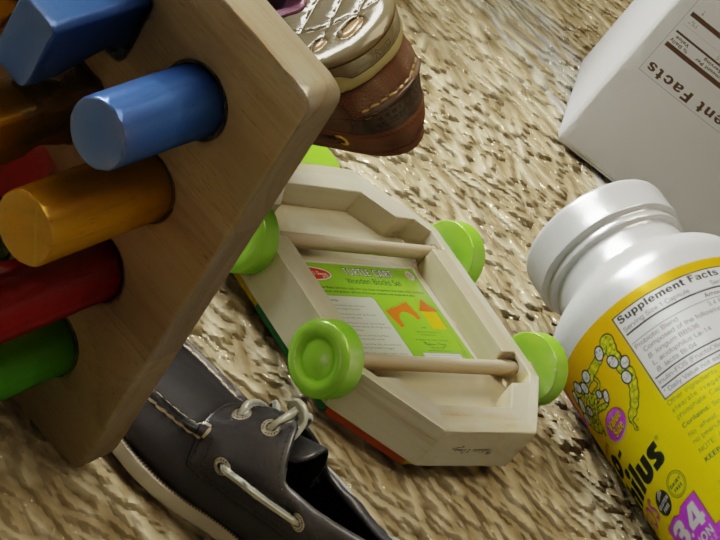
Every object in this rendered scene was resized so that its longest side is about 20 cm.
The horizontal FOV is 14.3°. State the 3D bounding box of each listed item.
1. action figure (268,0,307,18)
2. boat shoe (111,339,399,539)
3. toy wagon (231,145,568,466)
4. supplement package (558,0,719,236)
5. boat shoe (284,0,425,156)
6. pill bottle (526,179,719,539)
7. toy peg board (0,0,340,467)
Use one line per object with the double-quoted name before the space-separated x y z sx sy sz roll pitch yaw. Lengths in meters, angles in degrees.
"action figure" -0.100 -0.091 1.077 0.134 0.200 0.149 -19 85 -35
"boat shoe" -0.027 0.072 1.052 0.200 0.063 0.073 46 26 10
"toy wagon" 0.000 0.000 1.231 0.155 0.040 0.200 6 42 -51
"supplement package" 0.217 -0.127 1.537 0.120 0.200 0.121 37 26 -7
"boat shoe" -0.051 -0.084 1.197 0.200 0.072 0.068 15 -37 47
"pill bottle" 0.152 0.055 1.278 0.104 0.104 0.200 10 39 -47
"toy peg board" -0.140 -0.053 0.963 0.098 0.199 0.200 -25 68 -45
